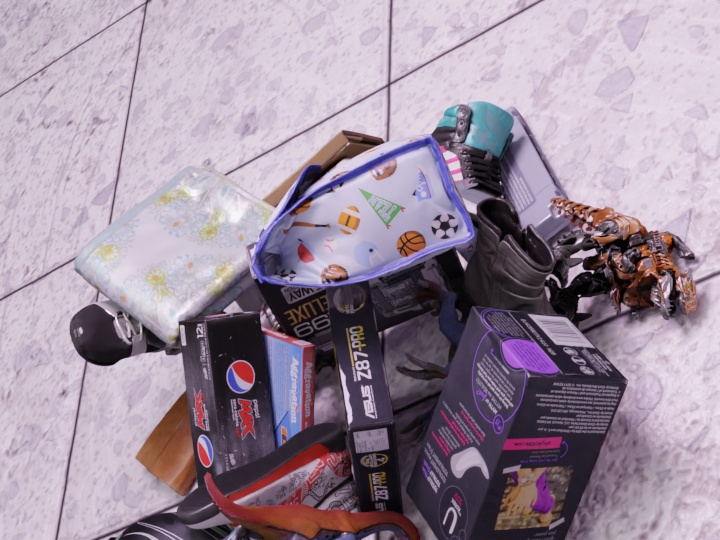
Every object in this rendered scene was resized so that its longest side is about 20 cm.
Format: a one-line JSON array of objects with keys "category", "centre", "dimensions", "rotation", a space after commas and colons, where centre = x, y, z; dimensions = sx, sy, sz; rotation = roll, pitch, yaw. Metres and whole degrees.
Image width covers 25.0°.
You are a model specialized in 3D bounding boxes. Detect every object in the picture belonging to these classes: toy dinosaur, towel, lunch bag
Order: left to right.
[{"category": "towel", "centre": [-0.190, -0.023, 1.783], "dimensions": [0.171, 0.048, 0.200], "rotation": [32, 62, 33]}, {"category": "toy dinosaur", "centre": [-0.032, 0.254, 1.525], "dimensions": [0.181, 0.201, 0.105], "rotation": [-23, 41, -14]}, {"category": "lunch bag", "centre": [-0.005, -0.049, 1.521], "dimensions": [0.199, 0.124, 0.170], "rotation": [-24, 3, 6]}, {"category": "toy dinosaur", "centre": [0.106, 0.092, 1.594], "dimensions": [0.199, 0.105, 0.182], "rotation": [-31, 59, 7]}, {"category": "toy dinosaur", "centre": [0.240, -0.007, 1.561], "dimensions": [0.135, 0.103, 0.200], "rotation": [-27, 21, -10]}]

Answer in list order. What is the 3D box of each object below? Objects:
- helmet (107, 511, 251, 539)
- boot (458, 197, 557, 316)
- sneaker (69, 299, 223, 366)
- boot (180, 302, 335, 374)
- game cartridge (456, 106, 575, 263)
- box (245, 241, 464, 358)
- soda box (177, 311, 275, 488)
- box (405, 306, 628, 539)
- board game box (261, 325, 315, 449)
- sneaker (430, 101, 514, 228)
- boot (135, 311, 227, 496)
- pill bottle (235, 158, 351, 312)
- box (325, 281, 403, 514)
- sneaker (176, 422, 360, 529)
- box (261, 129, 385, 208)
[{"category": "helmet", "centre": [-0.166, 0.336, 1.604], "dimensions": [0.200, 0.200, 0.191], "rotation": [-55, 20, -6]}, {"category": "boot", "centre": [0.160, 0.034, 1.514], "dimensions": [0.067, 0.131, 0.200], "rotation": [-25, 57, -25]}, {"category": "sneaker", "centre": [-0.233, 0.055, 1.801], "dimensions": [0.088, 0.200, 0.074], "rotation": [-26, 79, 35]}, {"category": "boot", "centre": [-0.091, 0.120, 1.776], "dimensions": [0.173, 0.201, 0.069], "rotation": [-20, -1, -5]}, {"category": "game cartridge", "centre": [0.146, -0.080, 1.750], "dimensions": [0.133, 0.040, 0.200], "rotation": [-36, 39, 14]}, {"category": "box", "centre": [0.000, 0.000, 1.681], "dimensions": [0.199, 0.158, 0.050], "rotation": [-22, 48, 3]}, {"category": "soda box", "centre": [-0.135, 0.146, 1.685], "dimensions": [0.063, 0.070, 0.201], "rotation": [-4, 93, 56]}, {"category": "box", "centre": [0.135, 0.149, 1.438], "dimensions": [0.122, 0.106, 0.201], "rotation": [53, 131, 53]}, {"category": "board game box", "centre": [-0.084, 0.166, 1.696], "dimensions": [0.103, 0.019, 0.201], "rotation": [17, 109, 52]}, {"category": "sneaker", "centre": [0.127, -0.113, 1.708], "dimensions": [0.121, 0.083, 0.200], "rotation": [-59, 35, 5]}, {"category": "boot", "centre": [-0.198, 0.145, 1.915], "dimensions": [0.188, 0.068, 0.201], "rotation": [36, 94, 47]}, {"category": "pill bottle", "centre": [-0.054, -0.025, 1.847], "dimensions": [0.200, 0.111, 0.111], "rotation": [-40, 38, 14]}, {"category": "box", "centre": [0.006, 0.128, 1.570], "dimensions": [0.049, 0.200, 0.162], "rotation": [-7, 57, 0]}, {"category": "sneaker", "centre": [-0.082, 0.237, 1.594], "dimensions": [0.201, 0.109, 0.067], "rotation": [-26, 17, -38]}, {"category": "box", "centre": [-0.066, -0.090, 1.903], "dimensions": [0.200, 0.163, 0.021], "rotation": [-40, 81, 14]}]
